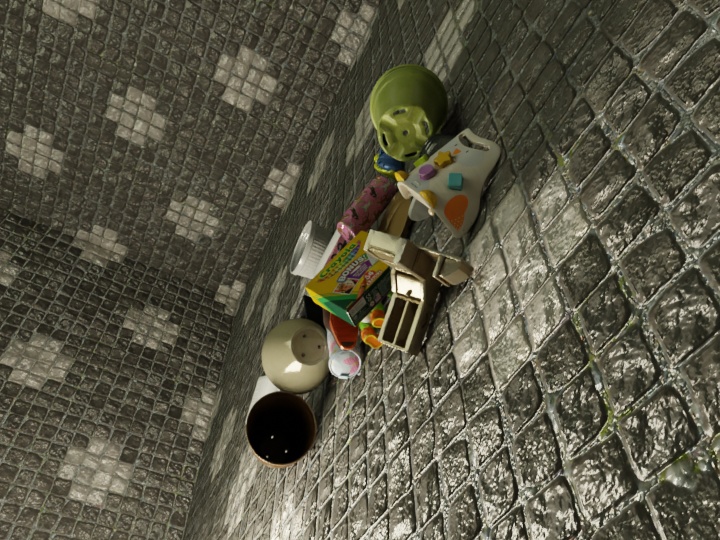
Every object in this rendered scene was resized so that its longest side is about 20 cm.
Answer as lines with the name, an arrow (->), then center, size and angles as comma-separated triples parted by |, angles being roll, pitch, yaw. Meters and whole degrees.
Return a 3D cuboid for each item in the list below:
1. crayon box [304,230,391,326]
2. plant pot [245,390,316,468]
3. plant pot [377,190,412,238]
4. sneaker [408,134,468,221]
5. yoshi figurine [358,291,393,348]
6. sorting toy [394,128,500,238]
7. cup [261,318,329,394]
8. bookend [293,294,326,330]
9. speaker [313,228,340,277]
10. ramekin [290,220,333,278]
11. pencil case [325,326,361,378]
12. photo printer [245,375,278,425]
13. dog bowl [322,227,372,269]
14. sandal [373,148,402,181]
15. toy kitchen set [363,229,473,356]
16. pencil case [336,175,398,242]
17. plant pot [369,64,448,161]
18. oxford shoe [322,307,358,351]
crayon box -> -0.004, 0.012, 1.365 | 0.200, 0.059, 0.171 | -45, 38, -18
plant pot -> -0.220, 0.452, 1.620 | 0.202, 0.182, 0.191 | 111, 172, -56
plant pot -> 0.088, -0.111, 1.527 | 0.202, 0.027, 0.203 | -57, 21, 35
sneaker -> 0.154, -0.209, 1.324 | 0.203, 0.070, 0.099 | -59, 34, 10
yoshi figurine -> 0.028, 0.086, 1.415 | 0.202, 0.110, 0.114 | -116, 8, -50
sorting toy -> 0.177, -0.195, 1.175 | 0.180, 0.107, 0.200 | -44, 41, -1
cup -> -0.151, 0.213, 1.583 | 0.143, 0.196, 0.205 | 139, 149, -63
bookend -> -0.164, 0.214, 1.831 | 0.200, 0.090, 0.204 | -111, 44, -66
speaker -> -0.076, -0.045, 1.887 | 0.202, 0.079, 0.082 | -59, 19, 31
ramekin -> -0.171, -0.066, 2.181 | 0.202, 0.103, 0.202 | -58, 19, 32
pencil case -> -0.046, 0.179, 1.505 | 0.201, 0.081, 0.092 | -104, 37, -63
photo printer -> -0.347, 0.480, 2.139 | 0.166, 0.068, 0.205 | -31, 41, 64
dog bowl -> -0.044, -0.048, 1.708 | 0.203, 0.073, 0.200 | -61, 2, 4
sandal -> 0.085, -0.320, 1.715 | 0.088, 0.078, 0.201 | -57, 21, 21
toy kitchen set -> 0.098, 0.054, 1.084 | 0.160, 0.199, 0.185 | 17, 83, 32
pencil case -> 0.018, -0.160, 1.616 | 0.201, 0.086, 0.083 | -50, -6, -22
plant pot -> 0.110, -0.353, 1.409 | 0.202, 0.197, 0.186 | -58, 12, 31
oxford shoe -> -0.052, 0.126, 1.453 | 0.202, 0.069, 0.074 | -107, 28, -48
